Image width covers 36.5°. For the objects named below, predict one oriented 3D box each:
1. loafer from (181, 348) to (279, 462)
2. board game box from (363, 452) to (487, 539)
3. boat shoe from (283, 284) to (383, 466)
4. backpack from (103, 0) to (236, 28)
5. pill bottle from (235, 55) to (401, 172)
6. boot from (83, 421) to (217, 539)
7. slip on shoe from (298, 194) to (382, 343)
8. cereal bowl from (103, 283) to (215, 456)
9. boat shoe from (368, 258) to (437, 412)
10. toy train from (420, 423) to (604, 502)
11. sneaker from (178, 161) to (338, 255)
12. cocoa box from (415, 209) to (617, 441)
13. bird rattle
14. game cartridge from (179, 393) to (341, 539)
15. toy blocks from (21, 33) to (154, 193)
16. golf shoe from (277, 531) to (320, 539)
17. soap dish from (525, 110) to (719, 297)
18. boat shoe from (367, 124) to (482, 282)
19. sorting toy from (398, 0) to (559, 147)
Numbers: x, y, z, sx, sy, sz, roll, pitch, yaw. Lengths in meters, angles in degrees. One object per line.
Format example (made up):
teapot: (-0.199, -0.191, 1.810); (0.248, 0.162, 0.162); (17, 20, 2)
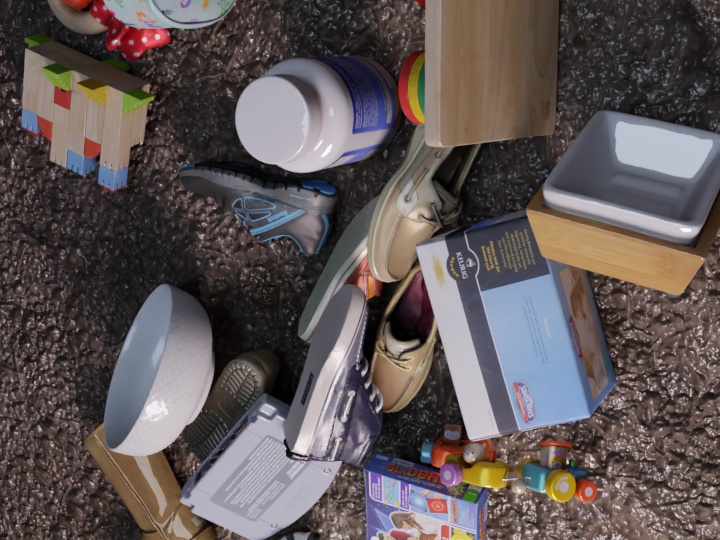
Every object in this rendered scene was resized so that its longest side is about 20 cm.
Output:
loafer: (-0.149, 0.162, 1.302); (0.076, 0.068, 0.200); (50, 132, 9)
board game box: (0.072, 0.307, 1.206); (0.134, 0.034, 0.203); (13, 122, 24)
boat shoe: (-0.011, 0.117, 1.177); (0.092, 0.075, 0.202); (16, 106, -21)
backpack: (-0.198, -0.358, 1.159); (0.149, 0.177, 0.203); (12, 109, 28)
pill bottle: (-0.043, -0.160, 1.108); (0.110, 0.199, 0.114); (5, 102, 24)
boot: (-0.293, 0.297, 1.401); (0.174, 0.066, 0.201); (-37, 84, 15)
slip on shoe: (0.000, 0.000, 1.202); (0.061, 0.074, 0.202); (24, 107, -17)
cereal bowl: (-0.227, 0.123, 1.283); (0.082, 0.201, 0.202); (20, 115, -23)
boat shoe: (0.047, 0.069, 1.184); (0.073, 0.066, 0.202); (25, 111, 19)
toy train: (0.152, 0.191, 1.127); (0.197, 0.150, 0.057); (6, 91, 17)
sneaker: (-0.123, -0.074, 1.236); (0.197, 0.073, 0.083); (16, 107, 23)
cocoa box: (0.159, 0.046, 1.087); (0.130, 0.133, 0.203); (-15, 93, 26)
bird rattle: (-0.307, -0.343, 1.281); (0.161, 0.112, 0.203); (-6, 111, 38)
game cartridge: (-0.108, 0.236, 1.274); (0.132, 0.041, 0.200); (32, 122, -16)
toy blocks: (-0.335, -0.182, 1.316); (0.198, 0.100, 0.138); (25, 121, 19)
golf shoe: (-0.051, 0.410, 1.297); (0.091, 0.072, 0.202); (-25, 88, 26)
soap dish: (0.254, -0.065, 0.994); (0.155, 0.200, 0.082); (16, 126, 21)
boat shoe: (0.070, -0.076, 1.122); (0.065, 0.072, 0.202); (29, 97, 40)
sorting toy: (0.107, -0.227, 1.031); (0.069, 0.197, 0.203); (10, 105, 40)
